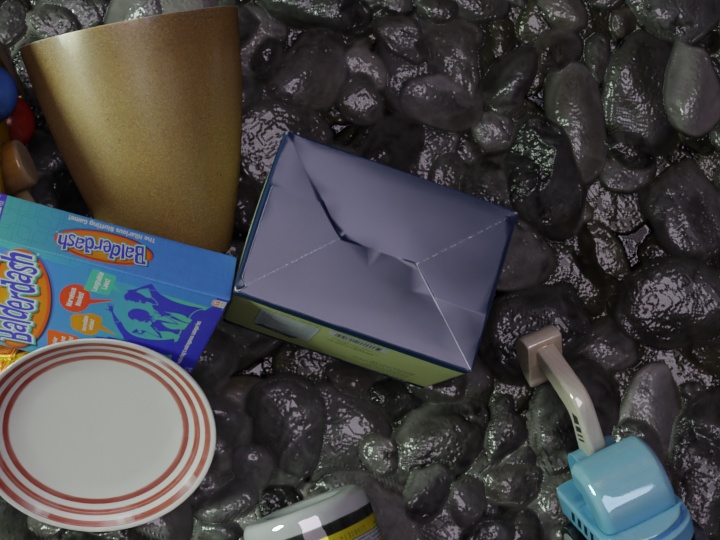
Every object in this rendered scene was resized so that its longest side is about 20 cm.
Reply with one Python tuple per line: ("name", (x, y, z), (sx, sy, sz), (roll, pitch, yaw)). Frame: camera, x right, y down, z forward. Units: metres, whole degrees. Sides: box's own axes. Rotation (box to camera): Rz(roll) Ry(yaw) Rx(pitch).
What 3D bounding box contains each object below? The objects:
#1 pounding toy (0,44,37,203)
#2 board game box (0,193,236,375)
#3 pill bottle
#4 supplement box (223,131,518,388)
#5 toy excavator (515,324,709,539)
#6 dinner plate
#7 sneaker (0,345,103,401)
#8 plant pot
("pounding toy", (-0.313, -0.080, 1.114), (0.141, 0.184, 0.202), (-7, 78, -4))
("board game box", (-0.214, 0.020, 1.064), (0.198, 0.152, 0.045), (15, 54, -13))
("pill bottle", (-0.016, 0.292, 1.129), (0.112, 0.112, 0.202), (-20, 85, -10))
("supplement box", (0.000, 0.000, 1.125), (0.198, 0.200, 0.135), (19, 79, -5))
("toy excavator", (0.212, 0.164, 1.177), (0.099, 0.195, 0.201), (-21, 114, -10))
("dinner plate", (-0.220, 0.136, 1.120), (0.198, 0.024, 0.202), (-4, 121, -7))
("sneaker", (-0.307, 0.082, 1.134), (0.198, 0.077, 0.074), (-2, 82, -8))
("plant pot", (-0.174, -0.107, 1.141), (0.185, 0.186, 0.202), (-14, 98, -10))
